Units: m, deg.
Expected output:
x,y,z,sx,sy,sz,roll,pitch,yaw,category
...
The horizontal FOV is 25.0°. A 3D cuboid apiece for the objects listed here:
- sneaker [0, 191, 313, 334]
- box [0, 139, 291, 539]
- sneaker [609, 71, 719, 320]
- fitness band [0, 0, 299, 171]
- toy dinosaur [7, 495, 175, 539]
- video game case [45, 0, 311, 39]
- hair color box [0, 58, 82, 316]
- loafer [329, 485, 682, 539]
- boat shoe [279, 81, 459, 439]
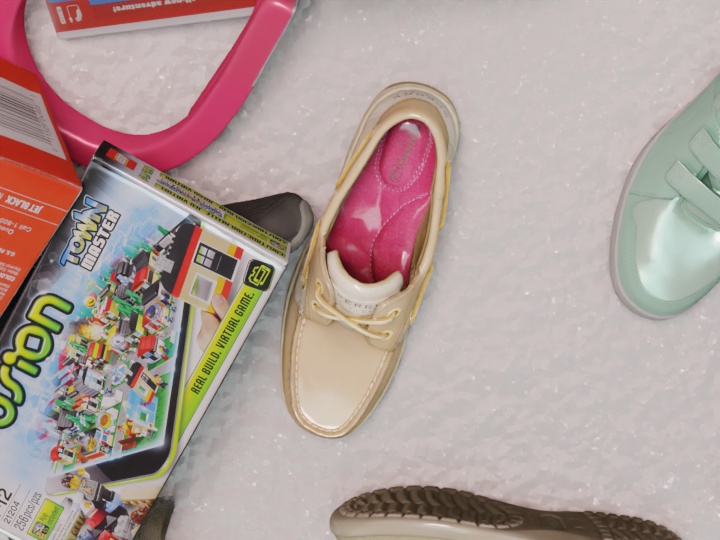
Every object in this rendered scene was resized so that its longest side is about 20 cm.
x,y,z,sx,sy,sz,roll,pitch,yaw,category
-0.123,-0.011,0.862,0.198,0.075,0.080,-19,98,7,sneaker
-0.129,0.049,0.817,0.109,0.035,0.201,28,105,-8,box
0.191,-0.054,0.808,0.073,0.118,0.202,30,104,-4,sneaker
-0.113,-0.137,0.825,0.143,0.038,0.201,30,125,-11,fitness band
-0.166,0.113,0.894,0.102,0.077,0.201,-28,102,1,toy dinosaur
-0.112,-0.213,0.798,0.141,0.018,0.202,-5,126,12,video game case
-0.226,-0.003,0.816,0.063,0.111,0.201,20,115,-37,hair color box
0.079,0.164,0.883,0.197,0.076,0.069,8,97,2,loafer
0.000,0.000,0.857,0.073,0.069,0.202,15,102,1,boat shoe
